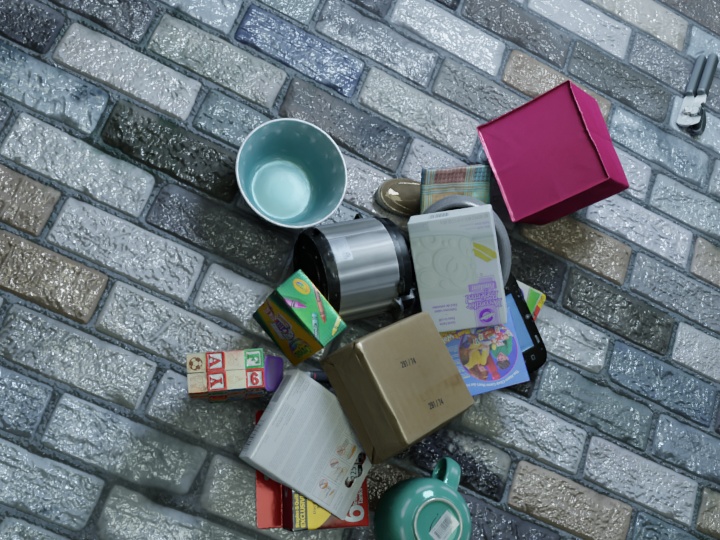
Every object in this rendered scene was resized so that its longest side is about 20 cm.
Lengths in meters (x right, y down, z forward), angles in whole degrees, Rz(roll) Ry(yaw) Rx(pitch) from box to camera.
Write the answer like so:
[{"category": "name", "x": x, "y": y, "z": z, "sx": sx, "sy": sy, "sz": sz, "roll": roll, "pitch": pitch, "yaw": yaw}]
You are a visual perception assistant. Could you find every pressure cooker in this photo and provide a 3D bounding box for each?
[{"category": "pressure cooker", "x": 0.001, "y": -0.001, "z": 1.456, "sx": 0.198, "sy": 0.178, "sz": 0.178, "roll": -12, "pitch": 103, "yaw": -24}]

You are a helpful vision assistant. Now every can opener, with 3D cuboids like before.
[{"category": "can opener", "x": 0.759, "y": -0.397, "z": 1.891, "sx": 0.066, "sy": 0.052, "sz": 0.202, "roll": 39, "pitch": 65, "yaw": -42}]

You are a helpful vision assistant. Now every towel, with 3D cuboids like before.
[{"category": "towel", "x": 0.176, "y": -0.095, "z": 1.572, "sx": 0.145, "sy": 0.022, "sz": 0.202, "roll": -7, "pitch": 112, "yaw": -20}]

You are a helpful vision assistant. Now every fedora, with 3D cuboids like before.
[{"category": "fedora", "x": 0.181, "y": -0.041, "z": 1.512, "sx": 0.175, "sy": 0.090, "sz": 0.202, "roll": -17, "pitch": 102, "yaw": 13}]

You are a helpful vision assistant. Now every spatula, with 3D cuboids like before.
[{"category": "spatula", "x": -0.099, "y": 0.176, "z": 1.412, "sx": 0.199, "sy": 0.020, "sz": 0.057, "roll": 14, "pitch": 77, "yaw": -51}]

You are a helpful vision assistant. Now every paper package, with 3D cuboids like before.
[{"category": "paper package", "x": 0.063, "y": 0.188, "z": 1.388, "sx": 0.199, "sy": 0.103, "sz": 0.192, "roll": -20, "pitch": 81, "yaw": -49}]

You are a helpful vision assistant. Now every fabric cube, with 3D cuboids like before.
[{"category": "fabric cube", "x": 0.364, "y": -0.213, "z": 1.585, "sx": 0.199, "sy": 0.195, "sz": 0.202, "roll": -2, "pitch": 71, "yaw": -61}]

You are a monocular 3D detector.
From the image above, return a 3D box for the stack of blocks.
[{"category": "stack of blocks", "x": -0.213, "y": 0.170, "z": 1.331, "sx": 0.114, "sy": 0.200, "sz": 0.059, "roll": -4, "pitch": 77, "yaw": -9}]

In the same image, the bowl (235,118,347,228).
[{"category": "bowl", "x": -0.131, "y": -0.157, "z": 1.499, "sx": 0.199, "sy": 0.105, "sz": 0.203, "roll": 4, "pitch": 74, "yaw": -16}]

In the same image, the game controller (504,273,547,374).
[{"category": "game controller", "x": 0.273, "y": 0.105, "z": 1.569, "sx": 0.104, "sy": 0.042, "sz": 0.201, "roll": -26, "pitch": 100, "yaw": -3}]

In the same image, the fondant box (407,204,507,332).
[{"category": "fondant box", "x": 0.168, "y": -0.001, "z": 1.447, "sx": 0.143, "sy": 0.058, "sz": 0.202, "roll": -8, "pitch": 105, "yaw": 11}]

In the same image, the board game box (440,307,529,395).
[{"category": "board game box", "x": 0.188, "y": 0.158, "z": 1.512, "sx": 0.198, "sy": 0.045, "sz": 0.136, "roll": -15, "pitch": 83, "yaw": 2}]

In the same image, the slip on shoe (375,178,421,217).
[{"category": "slip on shoe", "x": 0.129, "y": -0.132, "z": 1.601, "sx": 0.198, "sy": 0.061, "sz": 0.077, "roll": 18, "pitch": 71, "yaw": -13}]

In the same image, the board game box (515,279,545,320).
[{"category": "board game box", "x": 0.252, "y": 0.050, "z": 1.595, "sx": 0.199, "sy": 0.030, "sz": 0.096, "roll": 25, "pitch": 94, "yaw": -13}]

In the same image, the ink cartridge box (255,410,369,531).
[{"category": "ink cartridge box", "x": -0.083, "y": 0.326, "z": 1.399, "sx": 0.174, "sy": 0.084, "sz": 0.202, "roll": 1, "pitch": 76, "yaw": -17}]

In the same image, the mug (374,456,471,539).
[{"category": "mug", "x": 0.110, "y": 0.413, "z": 1.422, "sx": 0.150, "sy": 0.114, "sz": 0.187, "roll": 1, "pitch": 76, "yaw": -18}]

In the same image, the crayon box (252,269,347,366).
[{"category": "crayon box", "x": -0.104, "y": 0.083, "z": 1.393, "sx": 0.058, "sy": 0.200, "sz": 0.119, "roll": -40, "pitch": 90, "yaw": -23}]

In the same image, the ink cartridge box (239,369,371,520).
[{"category": "ink cartridge box", "x": -0.073, "y": 0.280, "z": 1.355, "sx": 0.200, "sy": 0.050, "sz": 0.162, "roll": 39, "pitch": 68, "yaw": -23}]
